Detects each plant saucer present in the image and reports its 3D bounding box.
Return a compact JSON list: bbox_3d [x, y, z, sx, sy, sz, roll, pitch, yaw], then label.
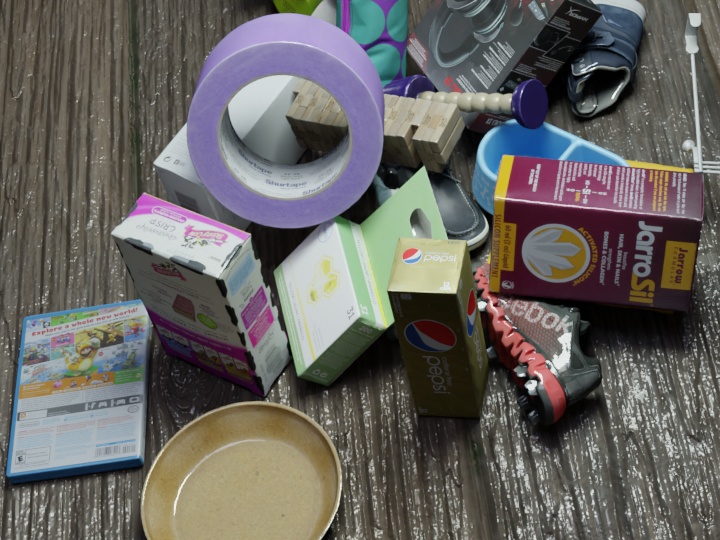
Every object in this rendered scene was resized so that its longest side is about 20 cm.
[{"bbox_3d":[-0.112,0.220,1.581,0.197,0.036,0.202,-6,52,8],"label":"plant saucer"}]

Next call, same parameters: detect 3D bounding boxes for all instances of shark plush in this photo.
[{"bbox_3d":[0.031,-0.034,1.697,0.083,0.091,0.202,-29,77,24],"label":"shark plush"}]

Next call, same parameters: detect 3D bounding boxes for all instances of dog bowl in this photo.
[{"bbox_3d":[0.203,-0.092,1.704,0.199,0.050,0.112,28,63,30],"label":"dog bowl"}]

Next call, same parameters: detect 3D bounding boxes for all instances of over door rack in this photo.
[{"bbox_3d":[0.413,-0.163,1.714,0.146,0.067,0.203,2,70,1],"label":"over door rack"}]

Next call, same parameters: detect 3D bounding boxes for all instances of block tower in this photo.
[{"bbox_3d":[0.013,-0.154,1.757,0.198,0.054,0.058,14,60,31],"label":"block tower"}]

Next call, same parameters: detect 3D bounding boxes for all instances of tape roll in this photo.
[{"bbox_3d":[-0.074,-0.150,1.664,0.197,0.202,0.085,-8,26,7],"label":"tape roll"}]

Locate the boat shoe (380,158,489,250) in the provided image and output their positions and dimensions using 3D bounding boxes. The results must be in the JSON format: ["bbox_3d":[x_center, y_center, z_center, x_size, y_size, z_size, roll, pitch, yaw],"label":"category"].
[{"bbox_3d":[0.066,-0.093,1.767,0.074,0.063,0.200,-29,53,-13],"label":"boat shoe"}]

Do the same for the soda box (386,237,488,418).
[{"bbox_3d":[0.076,0.057,1.557,0.067,0.201,0.065,2,52,14],"label":"soda box"}]

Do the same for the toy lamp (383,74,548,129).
[{"bbox_3d":[0.104,-0.180,1.748,0.198,0.058,0.059,4,51,41],"label":"toy lamp"}]

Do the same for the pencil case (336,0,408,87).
[{"bbox_3d":[0.007,-0.269,1.822,0.092,0.203,0.085,-15,28,-34],"label":"pencil case"}]

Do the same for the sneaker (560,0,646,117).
[{"bbox_3d":[0.214,-0.245,1.841,0.200,0.077,0.147,2,50,14],"label":"sneaker"}]

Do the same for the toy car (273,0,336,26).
[{"bbox_3d":[-0.039,-0.377,1.941,0.175,0.201,0.149,42,53,18],"label":"toy car"}]

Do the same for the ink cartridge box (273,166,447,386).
[{"bbox_3d":[0.000,0.000,1.651,0.200,0.048,0.147,-45,42,30],"label":"ink cartridge box"}]

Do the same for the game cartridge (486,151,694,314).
[{"bbox_3d":[0.244,-0.043,1.709,0.197,0.033,0.178,10,55,17],"label":"game cartridge"}]

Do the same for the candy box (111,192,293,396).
[{"bbox_3d":[-0.154,0.026,1.636,0.135,0.201,0.061,21,60,26],"label":"candy box"}]

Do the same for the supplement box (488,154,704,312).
[{"bbox_3d":[0.228,-0.036,1.594,0.197,0.111,0.086,6,35,9],"label":"supplement box"}]

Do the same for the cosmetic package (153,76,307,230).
[{"bbox_3d":[-0.130,-0.141,1.820,0.081,0.113,0.201,23,63,28],"label":"cosmetic package"}]

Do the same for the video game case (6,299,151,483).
[{"bbox_3d":[-0.290,0.123,1.711,0.141,0.018,0.202,-9,51,7],"label":"video game case"}]

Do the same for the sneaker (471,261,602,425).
[{"bbox_3d":[0.171,0.060,1.618,0.097,0.071,0.201,-22,49,-11],"label":"sneaker"}]

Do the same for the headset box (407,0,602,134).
[{"bbox_3d":[0.147,-0.257,1.807,0.201,0.077,0.149,-51,53,24],"label":"headset box"}]
